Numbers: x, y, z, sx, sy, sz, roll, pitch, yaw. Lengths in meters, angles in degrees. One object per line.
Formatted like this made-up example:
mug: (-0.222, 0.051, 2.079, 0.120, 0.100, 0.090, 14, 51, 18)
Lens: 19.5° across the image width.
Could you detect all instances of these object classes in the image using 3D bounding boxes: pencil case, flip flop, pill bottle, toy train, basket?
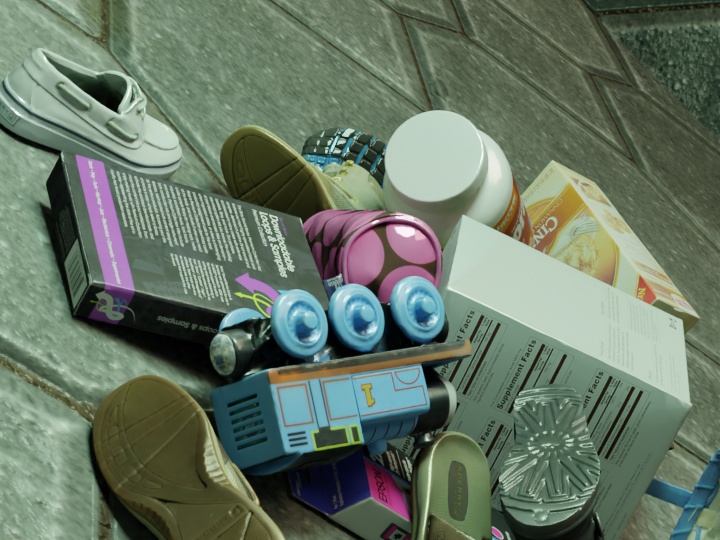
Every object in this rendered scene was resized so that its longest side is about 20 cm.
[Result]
pencil case: (0.000, 0.000, 1.619, 0.090, 0.094, 0.200, -6, 4, -10)
flip flop: (0.076, 0.192, 1.403, 0.081, 0.058, 0.201, 28, 46, -33)
pill bottle: (0.082, -0.056, 1.808, 0.112, 0.112, 0.200, 50, -4, 25)
toy train: (-0.013, 0.071, 1.405, 0.200, 0.087, 0.115, -6, 81, -41)
basket: (0.276, 0.222, 1.689, 0.199, 0.139, 0.176, 25, 20, -5)

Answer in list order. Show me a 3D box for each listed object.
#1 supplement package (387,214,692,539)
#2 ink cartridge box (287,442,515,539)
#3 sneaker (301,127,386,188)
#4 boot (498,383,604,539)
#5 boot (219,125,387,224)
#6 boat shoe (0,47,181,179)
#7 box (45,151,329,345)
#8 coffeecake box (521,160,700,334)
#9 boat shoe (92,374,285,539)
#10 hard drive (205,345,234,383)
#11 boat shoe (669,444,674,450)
supplement package: (0.131, 0.086, 1.612, 0.199, 0.147, 0.191, 25, 19, -2)
ink cartridge box: (0.032, 0.167, 1.476, 0.200, 0.037, 0.095, 31, 21, -24)
sneaker: (0.025, -0.070, 1.979, 0.200, 0.075, 0.087, 27, -11, -20)
boot: (0.136, 0.203, 1.417, 0.065, 0.201, 0.165, -1, 28, 11)
boot: (-0.038, -0.063, 1.796, 0.200, 0.072, 0.155, 44, 18, -15)
boat shoe: (-0.194, -0.119, 1.612, 0.074, 0.067, 0.200, 51, 20, 27)
box: (-0.117, -0.005, 1.477, 0.199, 0.036, 0.143, 14, 35, -28)
coffeecake box: (0.196, 0.024, 1.944, 0.073, 0.154, 0.200, 22, 26, -44)
boat shoe: (-0.095, 0.142, 1.243, 0.200, 0.072, 0.072, 44, -16, 42)
hard drive: (-0.080, 0.031, 1.558, 0.139, 0.033, 0.200, 19, 29, -50)
boat shoe: (0.226, 0.124, 1.809, 0.073, 0.063, 0.201, -1, -4, -2)
